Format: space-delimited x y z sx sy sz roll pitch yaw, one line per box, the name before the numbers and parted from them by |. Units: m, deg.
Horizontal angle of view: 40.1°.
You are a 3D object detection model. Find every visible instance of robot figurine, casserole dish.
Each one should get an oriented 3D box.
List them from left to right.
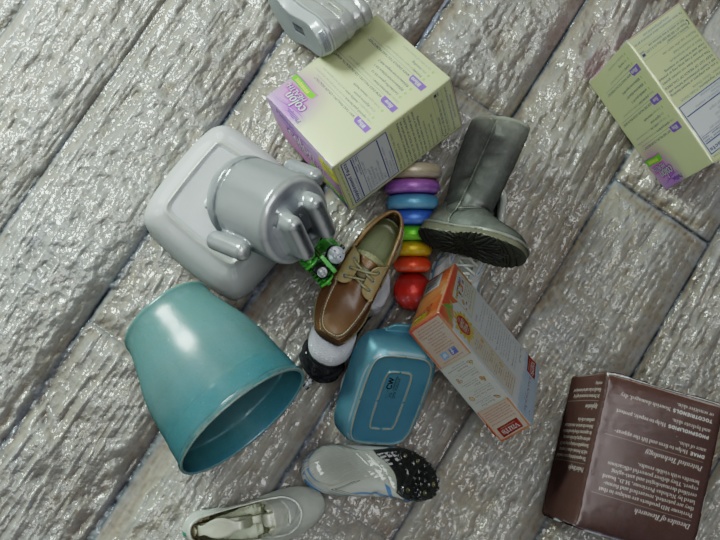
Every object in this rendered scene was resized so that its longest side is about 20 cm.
robot figurine | -0.121 -0.079 1.255 0.169 0.114 0.198 -42 44 -24
casserole dish | 0.036 0.162 1.312 0.119 0.039 0.203 7 120 -19

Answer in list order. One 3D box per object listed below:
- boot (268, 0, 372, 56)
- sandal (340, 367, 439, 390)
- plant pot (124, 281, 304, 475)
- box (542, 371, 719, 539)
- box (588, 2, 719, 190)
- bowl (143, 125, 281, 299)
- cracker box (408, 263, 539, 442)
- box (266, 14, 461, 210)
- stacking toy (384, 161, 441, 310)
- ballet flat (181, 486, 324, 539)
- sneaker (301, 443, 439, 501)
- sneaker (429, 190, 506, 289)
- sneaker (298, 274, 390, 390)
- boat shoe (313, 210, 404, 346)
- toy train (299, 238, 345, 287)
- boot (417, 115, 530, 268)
boot | -0.056 -0.365 1.376 0.095 0.074 0.200 -31 43 -10
sandal | 0.061 0.127 1.365 0.204 0.059 0.080 -32 86 -7
plant pot | -0.205 0.127 1.290 0.199 0.201 0.189 -39 71 -8
box | 0.358 0.255 1.316 0.161 0.166 0.204 15 82 -3
box | 0.436 -0.237 1.380 0.096 0.176 0.202 -34 86 -7
bowl | -0.186 -0.088 1.370 0.199 0.075 0.201 39 81 3
cracker box | 0.156 0.108 1.313 0.057 0.134 0.201 -34 103 28
box | 0.005 -0.217 1.343 0.199 0.097 0.176 -37 55 -8
stacking toy | 0.074 -0.046 1.386 0.083 0.085 0.205 -1 89 -4
ballet flat | -0.143 0.338 1.321 0.195 0.069 0.071 -10 83 -6
sneaker | 0.013 0.277 1.346 0.196 0.072 0.073 12 70 -17
sneaker | 0.153 -0.030 1.380 0.074 0.087 0.204 21 83 -2
sneaker | -0.029 0.076 1.359 0.075 0.115 0.201 32 46 2
boat shoe | 0.000 0.000 1.285 0.075 0.074 0.202 27 62 0
toy train | -0.052 -0.020 1.307 0.056 0.200 0.042 -43 102 -2
boot | 0.183 -0.112 1.327 0.179 0.073 0.201 18 62 34
